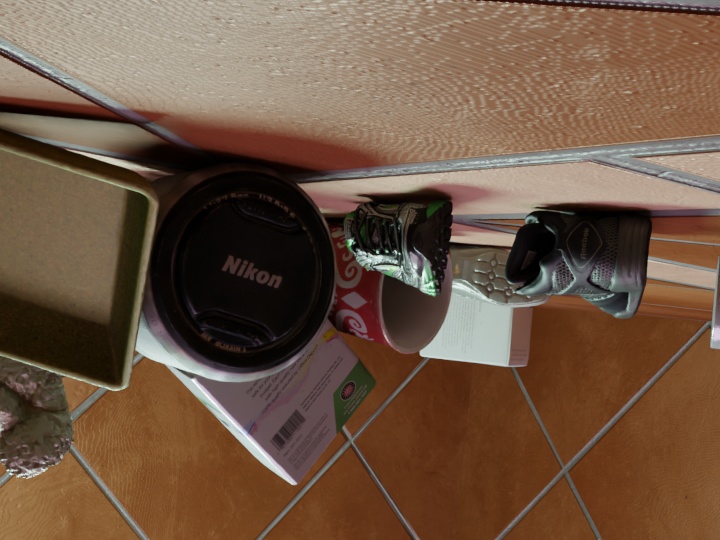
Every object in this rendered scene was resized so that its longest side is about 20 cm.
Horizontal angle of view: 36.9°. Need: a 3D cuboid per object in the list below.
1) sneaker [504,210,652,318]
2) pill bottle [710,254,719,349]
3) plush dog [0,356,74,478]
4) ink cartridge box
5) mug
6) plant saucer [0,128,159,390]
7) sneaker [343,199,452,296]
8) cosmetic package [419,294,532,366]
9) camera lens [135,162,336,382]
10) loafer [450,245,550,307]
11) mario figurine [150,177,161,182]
[{"bbox_3d":[0.185,-0.007,0.908,0.113,0.077,0.199,8,175,16],"label":"sneaker"},{"bbox_3d":[0.386,0.035,0.862,0.197,0.114,0.112,5,177,18],"label":"pill bottle"},{"bbox_3d":[-0.380,0.095,1.037,0.170,0.162,0.201,-13,-132,-25],"label":"plush dog"},{"bbox_3d":[-0.094,0.101,1.124,0.084,0.145,0.201,22,155,48],"label":"ink cartridge box"},{"bbox_3d":[-0.004,0.011,1.203,0.198,0.136,0.177,9,178,38],"label":"mug"},{"bbox_3d":[-0.238,-0.023,0.747,0.197,0.048,0.201,17,132,-3],"label":"plant saucer"},{"bbox_3d":[0.028,-0.022,0.924,0.084,0.079,0.200,8,178,-9],"label":"sneaker"},{"bbox_3d":[0.249,0.111,2.295,0.197,0.168,0.164,5,178,24],"label":"cosmetic package"},{"bbox_3d":[-0.121,0.000,0.862,0.158,0.163,0.199,8,177,-26],"label":"camera lens"},{"bbox_3d":[0.148,0.003,1.337,0.198,0.071,0.070,14,-174,28],"label":"loafer"},{"bbox_3d":[-0.154,-0.050,1.026,0.197,0.125,0.107,-1,-143,-9],"label":"mario figurine"}]
